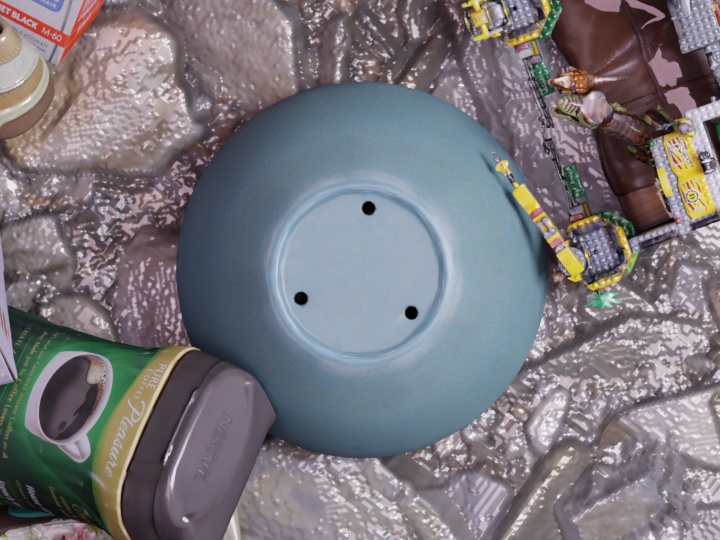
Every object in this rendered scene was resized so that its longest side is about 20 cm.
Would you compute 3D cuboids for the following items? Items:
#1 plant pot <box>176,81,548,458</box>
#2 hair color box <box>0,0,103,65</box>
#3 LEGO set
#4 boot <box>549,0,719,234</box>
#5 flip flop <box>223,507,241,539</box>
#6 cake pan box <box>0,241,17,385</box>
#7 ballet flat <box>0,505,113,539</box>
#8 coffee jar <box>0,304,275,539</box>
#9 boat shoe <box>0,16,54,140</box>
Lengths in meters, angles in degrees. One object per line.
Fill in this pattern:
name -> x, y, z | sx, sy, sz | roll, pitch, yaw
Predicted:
plant pot -> 0.000, 0.000, 1.392 | 0.199, 0.135, 0.202 | 0, 90, 1
hair color box -> -0.160, -0.215, 1.373 | 0.110, 0.064, 0.201 | 27, 127, 1
LEGO set -> 0.132, -0.083, 1.351 | 0.153, 0.116, 0.201 | -10, 92, 15
boot -> 0.183, -0.144, 1.428 | 0.185, 0.064, 0.201 | -23, 86, 2
flip flop -> -0.058, 0.170, 1.431 | 0.057, 0.081, 0.201 | -5, 85, -14
cake pan box -> -0.277, -0.010, 1.389 | 0.183, 0.052, 0.201 | -12, 53, 0
ballet flat -> -0.189, 0.150, 1.428 | 0.199, 0.076, 0.064 | -3, 103, 3
coffee jar -> -0.147, 0.079, 1.381 | 0.199, 0.085, 0.105 | 14, 66, 24
boat shoe -> -0.249, -0.129, 1.391 | 0.199, 0.076, 0.072 | 13, 57, 22
